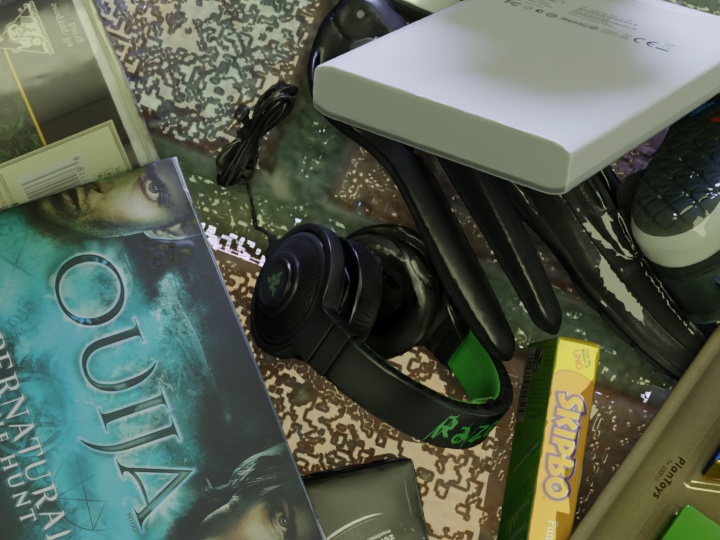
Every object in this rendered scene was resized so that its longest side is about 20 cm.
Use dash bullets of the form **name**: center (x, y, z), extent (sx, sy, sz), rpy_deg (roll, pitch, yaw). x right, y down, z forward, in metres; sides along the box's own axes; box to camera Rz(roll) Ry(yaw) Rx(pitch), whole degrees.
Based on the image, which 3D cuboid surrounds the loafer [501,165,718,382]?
- **loafer**: center (0.127, -0.025, 1.049), extent (0.070, 0.068, 0.201), rpy_deg (-41, 85, 14)

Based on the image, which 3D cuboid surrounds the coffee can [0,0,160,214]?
- **coffee can**: center (-0.213, -0.075, 1.000), extent (0.199, 0.146, 0.147), rpy_deg (-23, 88, -5)

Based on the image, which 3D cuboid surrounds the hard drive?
- **hard drive**: center (0.088, -0.094, 0.982), extent (0.132, 0.200, 0.027), rpy_deg (21, 120, 27)

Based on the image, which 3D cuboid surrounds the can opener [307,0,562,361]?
- **can opener**: center (0.039, -0.050, 1.022), extent (0.063, 0.079, 0.200), rpy_deg (-39, 72, 20)

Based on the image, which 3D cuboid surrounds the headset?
- **headset**: center (0.000, 0.000, 1.018), extent (0.200, 0.123, 0.094), rpy_deg (44, 112, 24)

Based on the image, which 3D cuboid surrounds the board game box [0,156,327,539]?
- **board game box**: center (-0.111, 0.057, 0.936), extent (0.135, 0.028, 0.200), rpy_deg (-19, 70, -12)

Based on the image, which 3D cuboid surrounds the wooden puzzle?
- **wooden puzzle**: center (0.211, 0.139, 0.978), extent (0.200, 0.046, 0.185), rpy_deg (37, 70, 4)

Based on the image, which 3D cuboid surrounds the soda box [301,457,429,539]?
- **soda box**: center (0.013, 0.195, 1.030), extent (0.063, 0.071, 0.201), rpy_deg (-12, 87, -5)

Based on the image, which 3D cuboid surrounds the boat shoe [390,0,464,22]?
- **boat shoe**: center (-0.029, -0.184, 1.056), extent (0.199, 0.076, 0.061), rpy_deg (23, 86, -13)

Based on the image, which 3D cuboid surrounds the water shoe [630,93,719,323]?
- **water shoe**: center (0.193, -0.053, 1.043), extent (0.200, 0.071, 0.079), rpy_deg (-50, 128, -36)

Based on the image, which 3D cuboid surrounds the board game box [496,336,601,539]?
- **board game box**: center (0.083, 0.134, 1.025), extent (0.030, 0.096, 0.201), rpy_deg (12, 86, -3)
